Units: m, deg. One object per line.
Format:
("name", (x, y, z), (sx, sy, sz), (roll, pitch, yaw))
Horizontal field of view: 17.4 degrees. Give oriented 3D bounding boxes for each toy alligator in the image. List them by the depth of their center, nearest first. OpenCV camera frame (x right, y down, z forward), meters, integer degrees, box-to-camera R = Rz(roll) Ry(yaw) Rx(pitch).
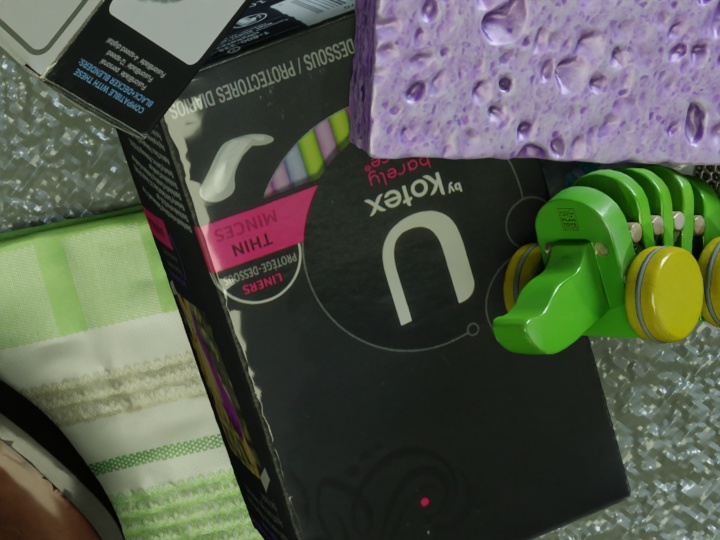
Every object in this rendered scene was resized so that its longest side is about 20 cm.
("toy alligator", (0.108, -0.009, 0.787), (0.059, 0.200, 0.054), (3, 98, 41))

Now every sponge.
("sponge", (0.096, -0.090, 0.760), (0.200, 0.030, 0.112), (0, 103, -18))

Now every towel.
("towel", (-0.089, 0.074, 0.901), (0.149, 0.031, 0.200), (-12, 106, -1))

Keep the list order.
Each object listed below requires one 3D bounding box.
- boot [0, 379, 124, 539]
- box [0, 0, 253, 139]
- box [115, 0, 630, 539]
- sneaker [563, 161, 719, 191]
("boot", (-0.164, 0.150, 0.859), (0.200, 0.068, 0.188), (-39, 118, -3))
("box", (-0.053, -0.155, 0.705), (0.117, 0.060, 0.200), (41, 95, 30))
("box", (0.000, 0.000, 0.823), (0.122, 0.106, 0.200), (-22, 109, -12))
("sneaker", (0.138, -0.085, 0.841), (0.091, 0.078, 0.200), (5, 112, -22))
